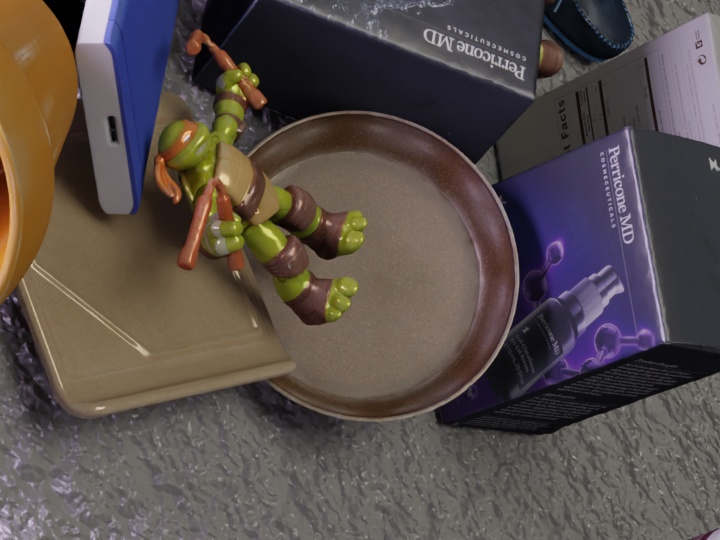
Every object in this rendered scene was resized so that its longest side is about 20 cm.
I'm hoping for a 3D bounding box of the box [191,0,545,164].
[{"bbox_3d":[0.013,-0.194,1.769,0.195,0.117,0.201,19,57,-18],"label":"box"}]

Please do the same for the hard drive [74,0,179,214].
[{"bbox_3d":[-0.134,-0.151,1.605,0.133,0.025,0.201,86,8,-46],"label":"hard drive"}]

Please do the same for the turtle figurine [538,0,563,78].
[{"bbox_3d":[0.076,-0.188,1.915,0.161,0.064,0.202,-2,73,-48],"label":"turtle figurine"}]

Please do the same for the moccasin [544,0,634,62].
[{"bbox_3d":[0.146,-0.246,2.016,0.201,0.068,0.081,54,41,-13],"label":"moccasin"}]

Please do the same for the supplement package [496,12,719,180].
[{"bbox_3d":[0.209,-0.076,1.901,0.121,0.199,0.121,12,63,-43],"label":"supplement package"}]

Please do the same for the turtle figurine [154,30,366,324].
[{"bbox_3d":[-0.069,-0.035,1.609,0.161,0.064,0.201,41,29,-32],"label":"turtle figurine"}]

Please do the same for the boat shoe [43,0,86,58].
[{"bbox_3d":[-0.173,-0.152,1.618,0.069,0.056,0.200,48,35,-13],"label":"boat shoe"}]

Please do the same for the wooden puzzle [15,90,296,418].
[{"bbox_3d":[-0.142,-0.011,1.610,0.184,0.037,0.201,-10,70,-49],"label":"wooden puzzle"}]

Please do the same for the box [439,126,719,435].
[{"bbox_3d":[0.145,0.010,1.789,0.104,0.199,0.149,9,65,-45],"label":"box"}]

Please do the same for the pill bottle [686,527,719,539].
[{"bbox_3d":[0.222,0.231,1.765,0.114,0.199,0.115,23,56,-38],"label":"pill bottle"}]

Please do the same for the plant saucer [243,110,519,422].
[{"bbox_3d":[0.000,0.000,1.707,0.198,0.032,0.202,4,71,-11],"label":"plant saucer"}]

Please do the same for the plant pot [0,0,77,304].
[{"bbox_3d":[-0.237,-0.077,1.439,0.201,0.199,0.183,56,26,-11],"label":"plant pot"}]
